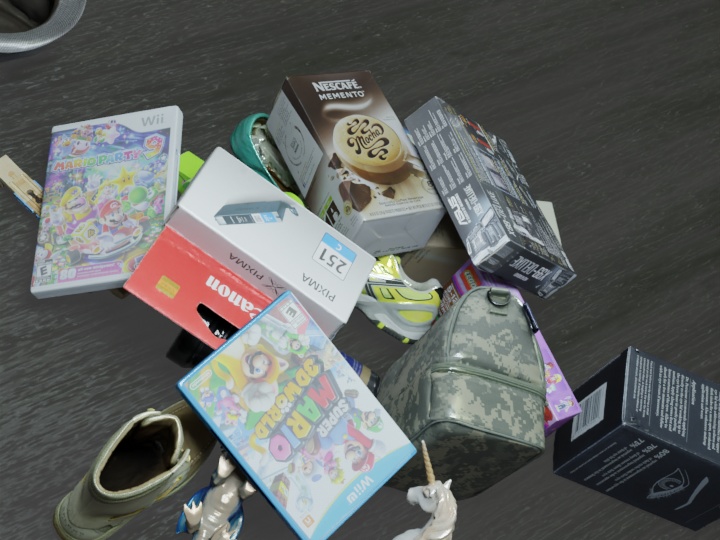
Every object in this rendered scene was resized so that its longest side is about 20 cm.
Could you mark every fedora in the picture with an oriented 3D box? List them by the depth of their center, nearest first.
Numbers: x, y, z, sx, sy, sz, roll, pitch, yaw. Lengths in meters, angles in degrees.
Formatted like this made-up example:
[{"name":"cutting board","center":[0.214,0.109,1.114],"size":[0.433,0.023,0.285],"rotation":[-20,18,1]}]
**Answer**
[{"name":"fedora","center":[-0.400,-0.282,1.395],"size":[0.200,0.090,0.177],"rotation":[6,57,-16]}]

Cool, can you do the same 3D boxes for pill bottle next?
[{"name":"pill bottle","center":[-0.089,0.103,1.308],"size":[0.200,0.112,0.112],"rotation":[32,52,-6]}]

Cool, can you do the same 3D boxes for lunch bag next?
[{"name":"lunch bag","center":[0.099,0.125,1.334],"size":[0.139,0.200,0.168],"rotation":[14,57,-19]}]

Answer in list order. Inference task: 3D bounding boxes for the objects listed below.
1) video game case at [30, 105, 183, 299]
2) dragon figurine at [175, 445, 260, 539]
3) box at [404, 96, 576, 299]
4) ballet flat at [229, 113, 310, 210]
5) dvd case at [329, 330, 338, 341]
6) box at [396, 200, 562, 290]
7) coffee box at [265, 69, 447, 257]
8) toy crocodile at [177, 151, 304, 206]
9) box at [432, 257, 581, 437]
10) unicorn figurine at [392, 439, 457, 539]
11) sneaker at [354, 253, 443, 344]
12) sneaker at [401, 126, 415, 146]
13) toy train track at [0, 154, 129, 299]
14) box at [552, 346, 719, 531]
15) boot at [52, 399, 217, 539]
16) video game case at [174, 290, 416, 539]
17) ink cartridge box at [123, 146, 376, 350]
[{"name":"video game case","center":[-0.253,-0.071,1.303],"size":[0.143,0.018,0.200],"rotation":[-8,59,13]},{"name":"dragon figurine","center":[-0.139,0.233,1.233],"size":[0.059,0.099,0.200],"rotation":[28,67,0]},{"name":"box","center":[0.141,-0.077,1.402],"size":[0.158,0.050,0.200],"rotation":[21,39,-53]},{"name":"ballet flat","center":[-0.073,-0.097,1.462],"size":[0.067,0.070,0.200],"rotation":[-34,80,-37]},{"name":"dvd case","center":[-0.108,-0.002,1.362],"size":[0.200,0.022,0.146],"rotation":[34,10,-6]},{"name":"box","center":[0.126,-0.035,1.511],"size":[0.200,0.095,0.078],"rotation":[4,61,-23]},{"name":"coffee box","center":[-0.007,-0.116,1.402],"size":[0.113,0.080,0.200],"rotation":[-11,59,-32]},{"name":"toy crocodile","center":[-0.127,-0.063,1.369],"size":[0.200,0.062,0.068],"rotation":[31,40,15]},{"name":"box","center":[0.147,0.097,1.414],"size":[0.039,0.137,0.200],"rotation":[-14,68,-33]},{"name":"unicorn figurine","center":[0.035,0.283,1.241],"size":[0.074,0.137,0.200],"rotation":[27,55,-23]},{"name":"sneaker","center":[0.000,0.000,1.422],"size":[0.200,0.076,0.075],"rotation":[31,12,-13]},{"name":"sneaker","center":[0.089,-0.103,1.550],"size":[0.200,0.074,0.082],"rotation":[18,56,-7]},{"name":"toy train track","center":[-0.307,-0.040,1.338],"size":[0.200,0.033,0.115],"rotation":[43,59,9]},{"name":"box","center":[0.340,0.192,1.449],"size":[0.200,0.148,0.104],"rotation":[24,53,-14]},{"name":"boot","center":[-0.184,0.164,1.194],"size":[0.072,0.155,0.200],"rotation":[48,53,5]},{"name":"video game case","center":[-0.058,0.139,1.215],"size":[0.143,0.018,0.200],"rotation":[-41,97,-23]},{"name":"ink cartridge box","center":[-0.101,0.001,1.256],"size":[0.200,0.045,0.176],"rotation":[35,50,-10]}]
